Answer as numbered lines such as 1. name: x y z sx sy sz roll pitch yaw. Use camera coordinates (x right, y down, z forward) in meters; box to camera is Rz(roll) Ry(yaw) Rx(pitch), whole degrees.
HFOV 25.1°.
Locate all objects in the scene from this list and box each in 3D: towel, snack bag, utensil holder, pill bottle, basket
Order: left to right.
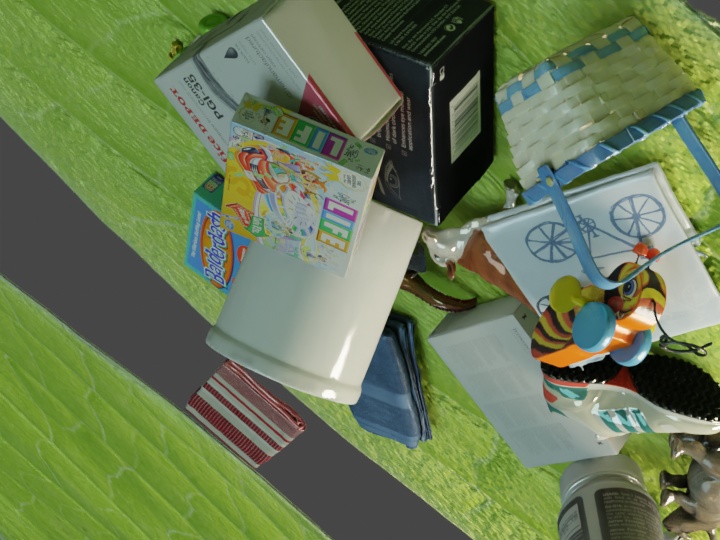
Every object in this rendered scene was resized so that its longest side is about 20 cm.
1. towel: -0.163 0.201 2.261 0.144 0.023 0.200 42 148 -2
2. utensil holder: -0.043 0.013 1.655 0.169 0.201 0.170 23 -177 -1
3. towel: 0.025 0.124 1.955 0.111 0.049 0.201 19 140 32
4. snack bag: 0.242 -0.001 1.555 0.188 0.021 0.200 -19 121 29
5. pill bottle: 0.273 0.300 1.742 0.113 0.201 0.114 -1 131 -1
6. basket: 0.223 -0.102 1.391 0.201 0.176 0.139 61 147 7

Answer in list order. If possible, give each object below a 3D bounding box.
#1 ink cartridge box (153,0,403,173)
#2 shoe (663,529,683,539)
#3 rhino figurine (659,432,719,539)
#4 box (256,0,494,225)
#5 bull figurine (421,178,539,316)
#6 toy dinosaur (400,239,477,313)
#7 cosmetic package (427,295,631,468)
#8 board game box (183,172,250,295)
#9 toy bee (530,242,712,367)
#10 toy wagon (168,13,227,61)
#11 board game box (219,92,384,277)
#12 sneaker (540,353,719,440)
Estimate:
1. ink cartridge box: -0.078 -0.167 1.494 0.147 0.083 0.200 52 145 -15
2. shoe: 0.379 0.368 1.838 0.091 0.072 0.201 22 150 25
3. rhino figurine: 0.361 0.234 1.712 0.087 0.060 0.201 6 139 6
4. box: 0.019 -0.180 1.559 0.199 0.117 0.197 24 142 25
5. bull figurine: 0.160 -0.014 1.642 0.199 0.065 0.122 31 139 9
6. toy dinosaur: 0.000 0.000 1.814 0.200 0.105 0.181 42 169 -21
7. cosmetic package: 0.187 0.123 1.782 0.200 0.052 0.150 52 147 -14
8. board game box: -0.120 -0.008 1.959 0.200 0.045 0.152 35 146 14
9. toy bee: 0.249 0.034 1.517 0.199 0.109 0.131 1 162 33
10. toy wagon: -0.138 -0.204 1.765 0.199 0.040 0.156 19 140 31
11. board game box: -0.057 -0.074 1.479 0.134 0.034 0.200 22 153 3
12. sneaker: 0.281 0.137 1.666 0.199 0.071 0.094 14 139 16
